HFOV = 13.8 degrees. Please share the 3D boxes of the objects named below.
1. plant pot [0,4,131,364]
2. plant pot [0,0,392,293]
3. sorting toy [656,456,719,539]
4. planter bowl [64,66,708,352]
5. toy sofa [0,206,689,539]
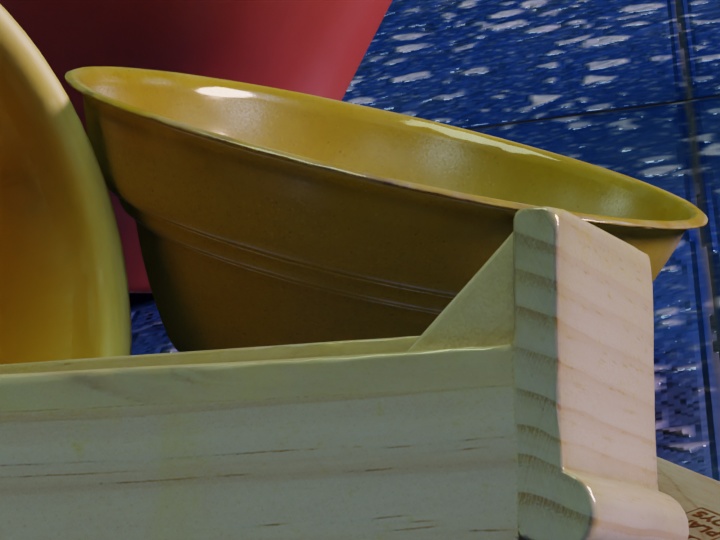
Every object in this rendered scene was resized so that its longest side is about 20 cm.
[{"bbox_3d":[-0.198,0.019,0.837,0.188,0.202,0.200,-18,8,37],"label":"plant pot"},{"bbox_3d":[-0.082,-0.103,1.110,0.199,0.178,0.201,13,32,-8],"label":"plant pot"},{"bbox_3d":[-0.029,0.095,0.661,0.198,0.070,0.200,-17,18,-26],"label":"sorting toy"},{"bbox_3d":[0.000,0.000,0.906,0.199,0.084,0.200,12,9,-2],"label":"planter bowl"},{"bbox_3d":[-0.040,0.045,0.596,0.199,0.098,0.083,-4,-8,18],"label":"toy sofa"}]
